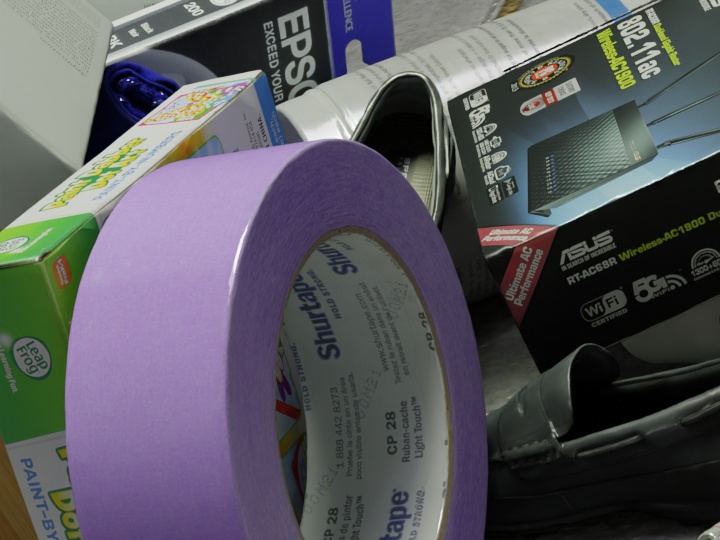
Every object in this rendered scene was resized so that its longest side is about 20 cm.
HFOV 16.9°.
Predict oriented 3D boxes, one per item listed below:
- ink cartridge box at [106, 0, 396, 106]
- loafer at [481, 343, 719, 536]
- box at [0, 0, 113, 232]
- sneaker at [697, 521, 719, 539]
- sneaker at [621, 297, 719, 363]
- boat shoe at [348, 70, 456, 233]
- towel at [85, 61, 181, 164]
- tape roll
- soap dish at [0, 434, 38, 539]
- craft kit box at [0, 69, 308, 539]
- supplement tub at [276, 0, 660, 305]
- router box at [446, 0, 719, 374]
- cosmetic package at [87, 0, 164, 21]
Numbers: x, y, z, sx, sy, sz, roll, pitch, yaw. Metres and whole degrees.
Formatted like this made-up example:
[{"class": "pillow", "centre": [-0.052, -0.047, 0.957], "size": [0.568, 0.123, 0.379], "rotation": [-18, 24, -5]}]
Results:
[{"class": "ink cartridge box", "centre": [-0.057, -0.067, 1.268], "size": [0.199, 0.199, 0.043], "rotation": [-25, 46, -19]}, {"class": "loafer", "centre": [0.089, 0.062, 0.958], "size": [0.200, 0.071, 0.068], "rotation": [-6, 21, 31]}, {"class": "box", "centre": [-0.183, -0.061, 1.012], "size": [0.124, 0.097, 0.200], "rotation": [-46, 16, 16]}, {"class": "sneaker", "centre": [0.133, 0.117, 0.766], "size": [0.199, 0.082, 0.088], "rotation": [-13, 16, -15]}, {"class": "sneaker", "centre": [0.198, 0.007, 1.028], "size": [0.199, 0.072, 0.073], "rotation": [-13, 28, 25]}, {"class": "boat shoe", "centre": [0.000, 0.000, 1.078], "size": [0.072, 0.071, 0.201], "rotation": [3, 59, 10]}, {"class": "towel", "centre": [-0.120, -0.019, 1.178], "size": [0.200, 0.148, 0.050], "rotation": [-28, 27, 44]}, {"class": "tape roll", "centre": [-0.024, 0.056, 0.870], "size": [0.065, 0.201, 0.200], "rotation": [-7, 21, 26]}, {"class": "soap dish", "centre": [-0.108, 0.057, 1.034], "size": [0.081, 0.158, 0.200], "rotation": [-28, 14, 21]}, {"class": "craft kit box", "centre": [-0.063, 0.051, 0.923], "size": [0.048, 0.201, 0.198], "rotation": [-9, 19, 23]}, {"class": "supplement tub", "centre": [0.068, -0.057, 1.225], "size": [0.199, 0.132, 0.132], "rotation": [-20, 19, -12]}, {"class": "router box", "centre": [0.123, -0.049, 1.048], "size": [0.149, 0.062, 0.200], "rotation": [-25, 23, 7]}, {"class": "cosmetic package", "centre": [-0.122, -0.100, 1.416], "size": [0.167, 0.167, 0.200], "rotation": [-11, 15, -23]}]
